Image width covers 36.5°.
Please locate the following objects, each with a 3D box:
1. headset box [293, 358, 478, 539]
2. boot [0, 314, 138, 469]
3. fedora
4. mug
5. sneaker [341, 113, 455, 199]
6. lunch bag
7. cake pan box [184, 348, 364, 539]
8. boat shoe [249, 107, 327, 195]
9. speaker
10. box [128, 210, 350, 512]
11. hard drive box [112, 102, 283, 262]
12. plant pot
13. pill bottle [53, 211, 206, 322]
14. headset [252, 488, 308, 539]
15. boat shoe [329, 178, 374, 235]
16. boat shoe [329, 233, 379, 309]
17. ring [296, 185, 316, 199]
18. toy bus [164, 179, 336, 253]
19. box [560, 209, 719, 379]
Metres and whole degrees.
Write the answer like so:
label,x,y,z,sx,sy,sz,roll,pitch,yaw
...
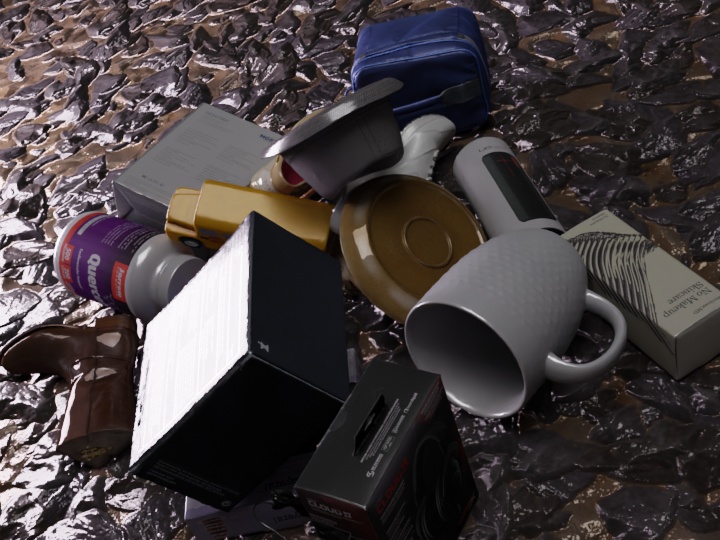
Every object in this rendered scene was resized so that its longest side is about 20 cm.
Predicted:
label,x,y,z,sx,sy,sz,roll,pitch,yaw
headset box,0.027,0.191,0.975,0.077,0.201,0.149,10,48,29
boot,-0.346,0.150,1.274,0.185,0.064,0.201,-17,46,7
fedora,-0.018,-0.139,1.225,0.176,0.091,0.200,-32,6,-25
mug,0.174,0.050,1.117,0.199,0.148,0.175,23,49,30
sneaker,0.064,-0.126,1.416,0.087,0.075,0.200,35,63,21
lunch bag,0.076,-0.260,1.488,0.199,0.136,0.133,-11,38,12
cake pan box,-0.081,0.180,1.142,0.199,0.052,0.185,-13,44,9
boat shoe,-0.065,-0.153,1.422,0.069,0.074,0.200,-26,23,46
speaker,0.176,-0.075,1.297,0.081,0.081,0.200,-20,41,-1
box,-0.115,0.090,1.061,0.198,0.123,0.201,-44,31,30
hard drive box,-0.203,-0.119,1.447,0.155,0.077,0.200,25,50,19
plant pot,0.071,-0.027,1.224,0.199,0.027,0.201,14,58,-23
pill bottle,-0.284,-0.002,1.368,0.199,0.113,0.113,17,52,35
headset,-0.065,0.298,0.986,0.123,0.094,0.201,-19,61,26
boat shoe,0.049,-0.067,1.292,0.199,0.071,0.064,-13,41,-46
boat shoe,0.000,0.000,1.302,0.065,0.071,0.200,-56,34,17
ring,-0.033,-0.122,1.396,0.200,0.019,0.200,-38,8,6
toy bus,-0.131,-0.057,1.294,0.199,0.078,0.065,12,70,4
box,0.296,0.021,1.155,0.082,0.069,0.200,-31,42,-14
